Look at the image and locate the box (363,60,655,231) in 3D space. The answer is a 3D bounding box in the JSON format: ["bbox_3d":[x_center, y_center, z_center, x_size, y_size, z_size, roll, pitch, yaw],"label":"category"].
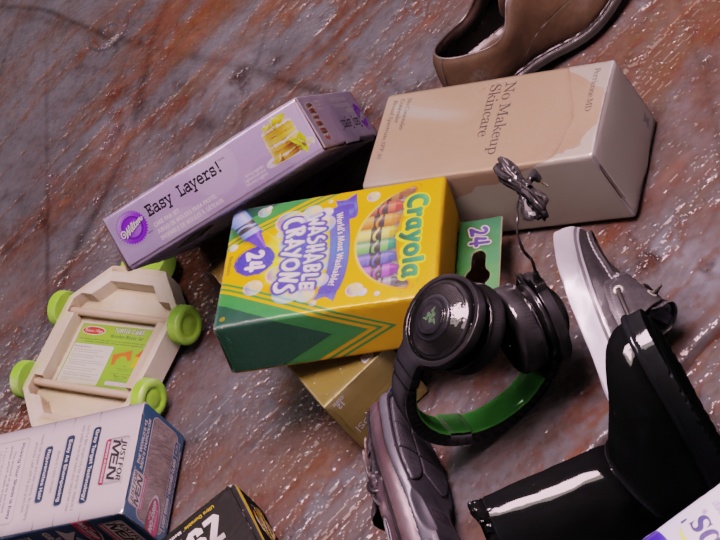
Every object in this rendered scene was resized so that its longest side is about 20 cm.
[{"bbox_3d":[0.111,-0.087,1.667,0.199,0.078,0.095,-8,52,33],"label":"box"}]

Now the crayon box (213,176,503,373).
[{"bbox_3d":[0.000,0.000,1.619,0.198,0.052,0.126,-8,42,14],"label":"crayon box"}]

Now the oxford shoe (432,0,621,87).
[{"bbox_3d":[0.139,-0.210,1.742,0.200,0.084,0.073,-44,41,-2],"label":"oxford shoe"}]

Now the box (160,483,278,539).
[{"bbox_3d":[-0.129,0.271,1.590,0.200,0.049,0.160,-39,41,6],"label":"box"}]

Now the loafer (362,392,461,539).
[{"bbox_3d":[0.029,0.171,1.535,0.063,0.072,0.201,-35,46,15],"label":"loafer"}]

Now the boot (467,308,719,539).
[{"bbox_3d":[0.144,0.126,1.395,0.162,0.199,0.074,-25,42,10],"label":"boot"}]

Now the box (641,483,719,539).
[{"bbox_3d":[0.278,0.177,1.255,0.200,0.184,0.105,-37,44,7],"label":"box"}]

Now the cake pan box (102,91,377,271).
[{"bbox_3d":[-0.090,-0.073,1.751,0.183,0.053,0.200,-29,-1,15],"label":"cake pan box"}]

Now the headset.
[{"bbox_3d":[0.085,0.027,1.525,0.094,0.123,0.201,55,136,42],"label":"headset"}]

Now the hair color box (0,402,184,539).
[{"bbox_3d":[-0.239,0.175,1.738,0.199,0.061,0.101,-14,50,29],"label":"hair color box"}]

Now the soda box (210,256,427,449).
[{"bbox_3d":[-0.034,0.044,1.685,0.068,0.064,0.200,-43,42,0],"label":"soda box"}]

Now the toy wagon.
[{"bbox_3d":[-0.196,0.049,1.822,0.154,0.040,0.201,6,60,39],"label":"toy wagon"}]

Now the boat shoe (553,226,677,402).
[{"bbox_3d":[0.187,0.041,1.520,0.066,0.070,0.201,-24,46,8],"label":"boat shoe"}]
